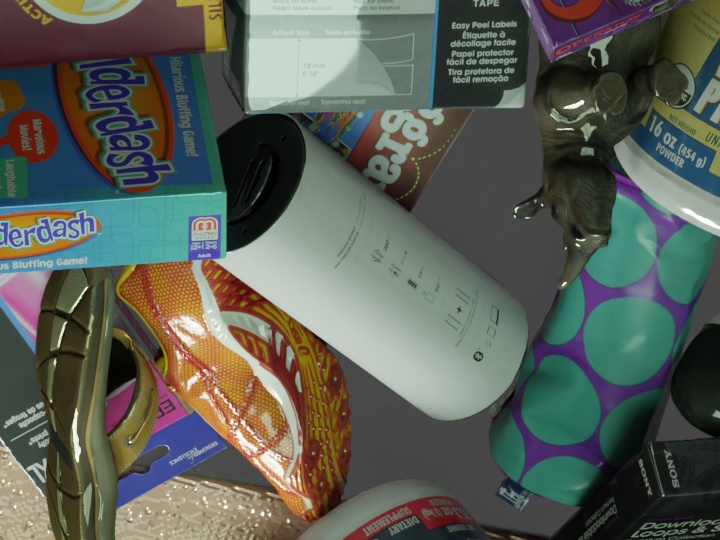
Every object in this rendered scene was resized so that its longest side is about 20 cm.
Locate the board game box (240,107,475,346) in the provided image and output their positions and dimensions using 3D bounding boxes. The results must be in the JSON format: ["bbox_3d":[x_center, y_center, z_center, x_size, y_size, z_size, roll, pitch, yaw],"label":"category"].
[{"bbox_3d":[-0.016,-0.057,1.425,0.103,0.019,0.200,23,112,-21],"label":"board game box"}]

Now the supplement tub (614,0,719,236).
[{"bbox_3d":[0.221,-0.123,1.355,0.144,0.145,0.201,12,116,-15],"label":"supplement tub"}]

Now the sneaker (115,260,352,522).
[{"bbox_3d":[-0.061,0.055,1.445,0.077,0.073,0.200,-3,131,31],"label":"sneaker"}]

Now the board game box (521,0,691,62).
[{"bbox_3d":[0.100,-0.210,1.279,0.120,0.032,0.201,-25,79,-2],"label":"board game box"}]

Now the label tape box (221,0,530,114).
[{"bbox_3d":[0.010,-0.180,1.323,0.144,0.063,0.201,-2,113,-12],"label":"label tape box"}]

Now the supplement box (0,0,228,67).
[{"bbox_3d":[-0.167,-0.162,1.305,0.199,0.086,0.111,-5,119,-6],"label":"supplement box"}]

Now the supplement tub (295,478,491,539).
[{"bbox_3d":[0.047,0.224,1.466,0.140,0.200,0.141,-30,150,-20],"label":"supplement tub"}]

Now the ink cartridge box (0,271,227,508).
[{"bbox_3d":[-0.159,0.052,1.453,0.094,0.037,0.200,-29,121,7],"label":"ink cartridge box"}]

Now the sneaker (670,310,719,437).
[{"bbox_3d":[0.242,0.010,1.432,0.200,0.074,0.089,-34,152,-23],"label":"sneaker"}]

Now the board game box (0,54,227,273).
[{"bbox_3d":[-0.171,-0.062,1.316,0.199,0.152,0.045,-4,131,-9],"label":"board game box"}]

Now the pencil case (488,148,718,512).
[{"bbox_3d":[0.128,0.029,1.457,0.092,0.085,0.201,24,116,16],"label":"pencil case"}]

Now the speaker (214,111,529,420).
[{"bbox_3d":[0.000,0.000,1.391,0.081,0.081,0.200,-41,134,13],"label":"speaker"}]

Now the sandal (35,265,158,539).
[{"bbox_3d":[-0.131,0.074,1.410,0.054,0.080,0.201,-11,122,-20],"label":"sandal"}]

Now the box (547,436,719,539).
[{"bbox_3d":[0.180,0.140,1.477,0.142,0.036,0.200,-4,153,-22],"label":"box"}]

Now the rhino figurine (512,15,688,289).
[{"bbox_3d":[0.115,-0.090,1.330,0.060,0.087,0.201,9,89,-24],"label":"rhino figurine"}]
